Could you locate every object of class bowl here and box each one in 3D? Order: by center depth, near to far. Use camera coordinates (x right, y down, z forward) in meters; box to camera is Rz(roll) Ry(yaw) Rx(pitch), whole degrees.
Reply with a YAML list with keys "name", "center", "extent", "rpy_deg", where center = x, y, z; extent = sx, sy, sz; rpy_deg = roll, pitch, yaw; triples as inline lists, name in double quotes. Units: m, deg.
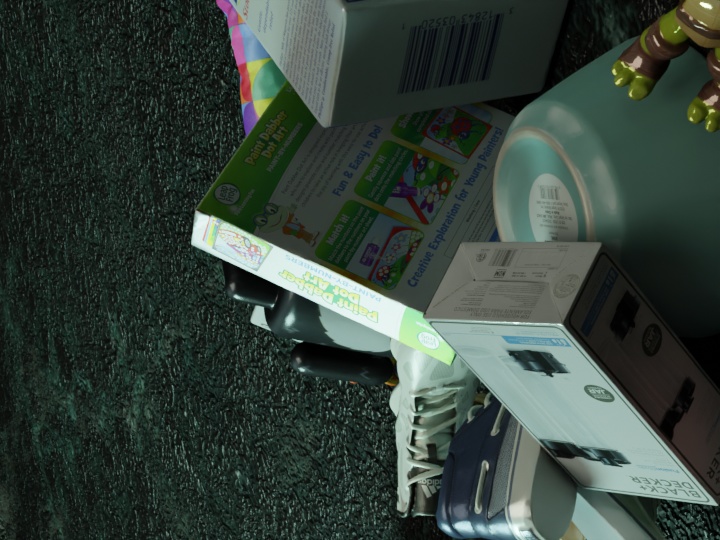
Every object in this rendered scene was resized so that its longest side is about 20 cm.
- name: "bowl"
  center: [0.157, -0.045, 1.139]
  extent: [0.201, 0.105, 0.201]
  rpy_deg: [39, 135, 54]

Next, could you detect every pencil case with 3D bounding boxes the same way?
- name: "pencil case"
  center: [-0.073, -0.160, 1.591]
  extent: [0.088, 0.088, 0.200]
  rpy_deg: [1, 101, 64]

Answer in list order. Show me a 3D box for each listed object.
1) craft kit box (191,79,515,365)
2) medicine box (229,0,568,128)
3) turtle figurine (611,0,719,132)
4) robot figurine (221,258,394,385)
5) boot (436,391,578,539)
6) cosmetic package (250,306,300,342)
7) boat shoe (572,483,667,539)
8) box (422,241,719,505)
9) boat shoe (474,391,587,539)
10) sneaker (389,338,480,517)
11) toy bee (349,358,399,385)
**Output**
- name: "craft kit box"
  center: [0.015, -0.055, 1.225]
  extent: [0.197, 0.200, 0.049]
  rpy_deg: [27, 142, 6]
- name: "medicine box"
  center: [0.018, -0.210, 1.257]
  extent: [0.200, 0.182, 0.103]
  rpy_deg: [55, 147, 39]
- name: "turtle figurine"
  center: [0.190, -0.147, 0.998]
  extent: [0.161, 0.200, 0.064]
  rpy_deg: [102, -178, -68]
- name: "robot figurine"
  center: [0.001, -0.001, 1.316]
  extent: [0.150, 0.200, 0.125]
  rpy_deg: [123, 155, -59]
- name: "boot"
  center: [0.110, 0.091, 1.225]
  extent: [0.090, 0.073, 0.200]
  rpy_deg: [-5, 57, 42]
- name: "cosmetic package"
  center: [-0.038, -0.006, 1.502]
  extent: [0.200, 0.074, 0.102]
  rpy_deg: [127, 164, -76]
- name: "boat shoe"
  center: [0.176, 0.153, 1.240]
  extent: [0.200, 0.066, 0.072]
  rpy_deg: [46, 163, 52]
- name: "box"
  center: [0.144, 0.065, 1.107]
  extent: [0.117, 0.060, 0.200]
  rpy_deg: [2, 145, 44]
- name: "boat shoe"
  center: [0.115, 0.160, 1.356]
  extent: [0.200, 0.074, 0.076]
  rpy_deg: [34, 132, 56]
- name: "sneaker"
  center: [0.061, 0.112, 1.276]
  extent: [0.201, 0.076, 0.116]
  rpy_deg: [93, 173, -62]
- name: "toy bee"
  center: [0.033, 0.049, 1.437]
  extent: [0.131, 0.109, 0.200]
  rpy_deg: [-29, 75, 62]
